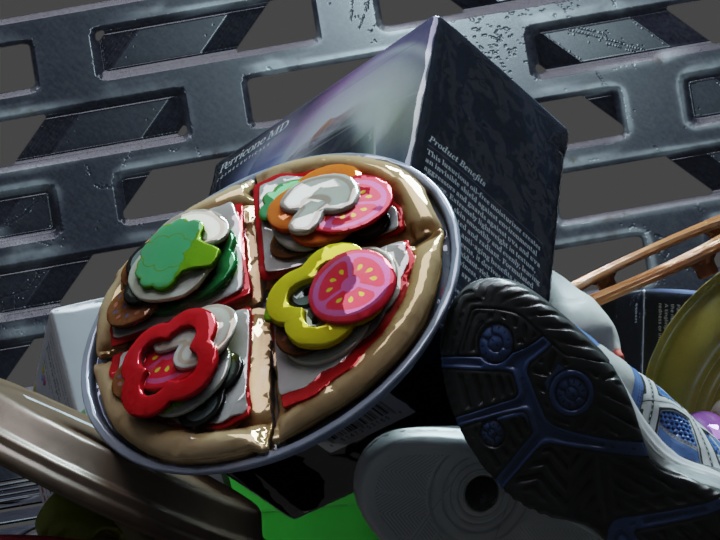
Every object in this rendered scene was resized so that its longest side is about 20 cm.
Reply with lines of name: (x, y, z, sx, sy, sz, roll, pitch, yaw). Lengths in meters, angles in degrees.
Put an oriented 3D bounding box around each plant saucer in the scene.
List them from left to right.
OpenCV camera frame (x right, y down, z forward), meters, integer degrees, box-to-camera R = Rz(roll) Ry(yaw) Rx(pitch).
plant saucer: (-0.131, 0.097, 0.867, 0.198, 0.030, 0.200, 25, -4, 2)

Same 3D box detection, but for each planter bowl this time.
planter bowl: (0.279, 0.085, 1.044, 0.198, 0.202, 0.084, -9, 34, -8)

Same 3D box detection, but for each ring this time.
ring: (0.183, 0.001, 1.082, 0.199, 0.019, 0.200, -25, 1, 1)

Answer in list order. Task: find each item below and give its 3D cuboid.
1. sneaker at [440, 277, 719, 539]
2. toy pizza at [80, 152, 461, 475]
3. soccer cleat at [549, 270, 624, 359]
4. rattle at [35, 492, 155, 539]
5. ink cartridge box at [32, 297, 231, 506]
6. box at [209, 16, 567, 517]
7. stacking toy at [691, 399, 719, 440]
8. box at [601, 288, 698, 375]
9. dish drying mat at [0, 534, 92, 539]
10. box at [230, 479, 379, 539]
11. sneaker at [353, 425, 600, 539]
sneaker: (0.113, 0.084, 0.769, 0.076, 0.200, 0.077, -45, -9, 16)
toy pizza: (-0.048, 0.010, 0.809, 0.198, 0.032, 0.202, -17, 41, 16)
soccer cleat: (0.106, 0.091, 1.012, 0.068, 0.202, 0.078, -6, 41, -23)
rattle: (-0.126, 0.200, 0.927, 0.129, 0.144, 0.200, 24, -7, 18)
ink cartridge box: (-0.153, 0.122, 1.091, 0.083, 0.146, 0.200, -11, -22, -20)
box: (0.000, 0.000, 0.964, 0.123, 0.200, 0.199, 37, -47, -27)
stacking toy: (0.138, 0.138, 0.961, 0.198, 0.086, 0.085, -16, 0, -10)
box: (0.246, 0.081, 1.220, 0.196, 0.125, 0.200, 4, -5, -16)
dish drying mat: (-0.114, 0.164, 0.786, 0.198, 0.078, 0.018, -1, -29, 35)
box: (0.015, 0.152, 1.206, 0.198, 0.098, 0.176, -12, 0, 39)
sneaker: (0.075, 0.112, 0.845, 0.198, 0.074, 0.112, 18, 9, -20)
